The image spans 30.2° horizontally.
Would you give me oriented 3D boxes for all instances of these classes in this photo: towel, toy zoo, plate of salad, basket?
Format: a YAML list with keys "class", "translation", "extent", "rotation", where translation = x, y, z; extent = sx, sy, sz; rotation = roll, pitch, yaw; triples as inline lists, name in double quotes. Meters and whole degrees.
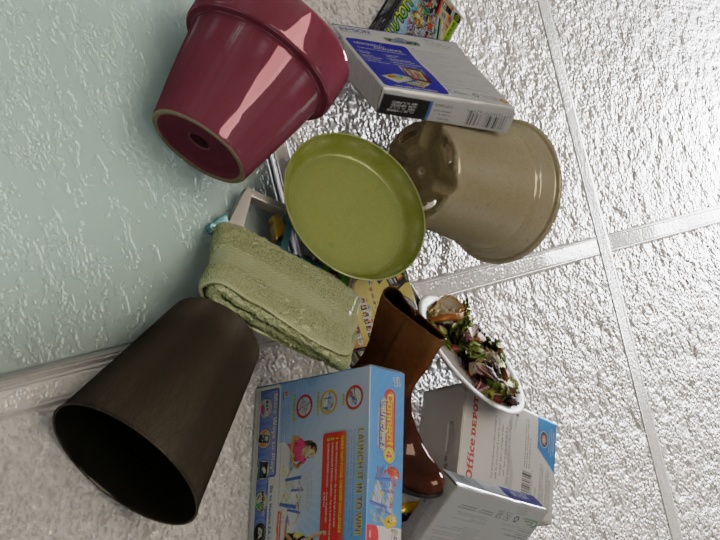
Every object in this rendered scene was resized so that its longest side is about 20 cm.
- class: "towel"
  translation: [-0.088, 0.026, 1.523]
  extent: [0.199, 0.037, 0.149]
  rotation: [29, 32, -16]
- class: "toy zoo"
  translation: [-0.096, -0.015, 1.601]
  extent: [0.199, 0.020, 0.132]
  rotation: [22, 66, -22]
- class: "plate of salad"
  translation: [0.155, 0.104, 1.760]
  extent: [0.200, 0.048, 0.200]
  rotation: [40, 21, -19]
- class: "basket"
  translation: [-0.199, 0.136, 1.409]
  extent: [0.180, 0.136, 0.200]
  rotation: [45, 46, -13]

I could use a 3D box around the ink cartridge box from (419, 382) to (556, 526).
- class: "ink cartridge box"
  translation: [0.170, 0.251, 1.788]
  extent: [0.200, 0.084, 0.147]
  rotation: [27, 60, -38]

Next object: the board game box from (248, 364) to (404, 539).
- class: "board game box"
  translation: [-0.040, 0.220, 1.499]
  extent: [0.056, 0.195, 0.201]
  rotation: [18, 67, -42]

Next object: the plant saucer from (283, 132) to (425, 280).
- class: "plant saucer"
  translation: [-0.012, -0.074, 1.639]
  extent: [0.199, 0.031, 0.201]
  rotation: [15, 59, -26]

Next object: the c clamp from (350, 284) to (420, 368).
- class: "c clamp"
  translation: [0.048, 0.084, 1.750]
  extent: [0.200, 0.027, 0.171]
  rotation: [-45, 112, -43]

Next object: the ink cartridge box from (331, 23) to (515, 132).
- class: "ink cartridge box"
  translation: [0.076, -0.254, 1.748]
  extent: [0.197, 0.200, 0.047]
  rotation: [4, 119, -26]

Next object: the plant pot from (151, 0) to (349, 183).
- class: "plant pot"
  translation: [-0.140, -0.209, 1.534]
  extent: [0.200, 0.200, 0.179]
  rotation: [44, 67, -29]

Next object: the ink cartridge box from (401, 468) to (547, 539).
- class: "ink cartridge box"
  translation: [0.118, 0.356, 1.685]
  extent: [0.199, 0.041, 0.201]
  rotation: [24, 102, -44]

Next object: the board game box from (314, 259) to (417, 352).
- class: "board game box"
  translation: [0.000, 0.000, 1.699]
  extent: [0.135, 0.035, 0.201]
  rotation: [-7, 78, -44]

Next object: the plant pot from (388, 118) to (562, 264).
- class: "plant pot"
  translation: [0.134, -0.117, 1.762]
  extent: [0.183, 0.200, 0.202]
  rotation: [8, 74, -47]

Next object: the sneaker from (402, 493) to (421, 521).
- class: "sneaker"
  translation: [0.009, 0.265, 1.636]
  extent: [0.200, 0.078, 0.083]
  rotation: [16, 61, -51]

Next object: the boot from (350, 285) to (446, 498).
- class: "boot"
  translation: [0.062, 0.147, 1.574]
  extent: [0.068, 0.201, 0.188]
  rotation: [-9, 47, -41]

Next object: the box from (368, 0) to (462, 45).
- class: "box"
  translation: [0.070, -0.331, 1.880]
  extent: [0.110, 0.035, 0.200]
  rotation: [47, 50, -26]
